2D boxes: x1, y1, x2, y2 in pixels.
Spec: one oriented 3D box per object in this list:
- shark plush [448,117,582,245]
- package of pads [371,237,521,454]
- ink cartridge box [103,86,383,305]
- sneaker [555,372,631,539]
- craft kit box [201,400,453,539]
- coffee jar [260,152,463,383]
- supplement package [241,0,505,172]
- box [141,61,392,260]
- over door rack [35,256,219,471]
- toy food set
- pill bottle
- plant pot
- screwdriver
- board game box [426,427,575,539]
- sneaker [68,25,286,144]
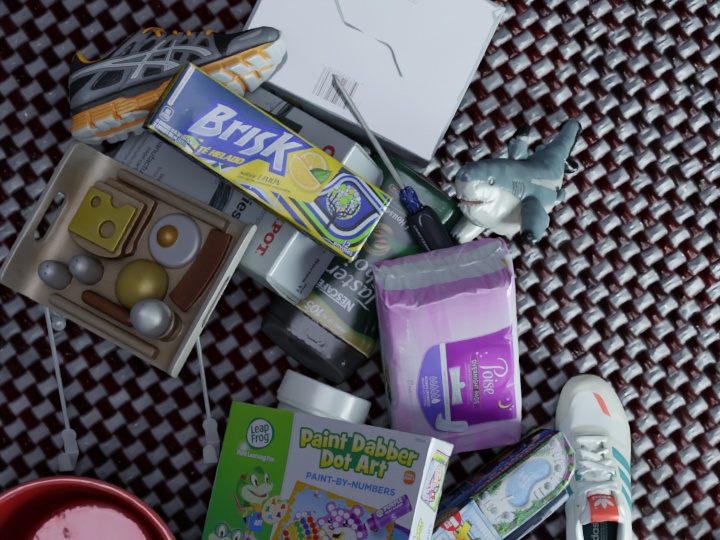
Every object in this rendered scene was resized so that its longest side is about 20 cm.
[{"bbox_3d":[0.154,-0.090,1.541,0.200,0.091,0.083,-31,114,-34],"label":"shark plush"},{"bbox_3d":[0.079,0.071,1.525,0.120,0.076,0.200,-10,129,-4],"label":"package of pads"},{"bbox_3d":[-0.103,-0.084,1.532,0.200,0.083,0.147,31,85,24],"label":"ink cartridge box"},{"bbox_3d":[0.218,0.193,1.566,0.070,0.093,0.200,-1,88,-3],"label":"sneaker"},{"bbox_3d":[-0.037,0.220,1.431,0.200,0.049,0.198,7,77,31],"label":"craft kit box"},{"bbox_3d":[0.000,0.000,1.568,0.104,0.085,0.200,35,87,-2],"label":"coffee jar"},{"bbox_3d":[0.004,-0.203,1.564,0.200,0.111,0.156,26,88,0],"label":"supplement package"},{"bbox_3d":[-0.077,-0.088,1.412,0.200,0.070,0.064,33,87,-11],"label":"box"},{"bbox_3d":[-0.209,0.075,1.565,0.148,0.067,0.200,-5,101,4],"label":"over door rack"},{"bbox_3d":[-0.199,-0.013,1.467,0.200,0.060,0.144,26,86,24],"label":"toy food set"},{"bbox_3d":[-0.064,0.196,1.543,0.111,0.111,0.200,22,87,-2],"label":"pill bottle"},{"bbox_3d":[-0.243,0.267,1.498,0.200,0.177,0.201,0,88,-2],"label":"plant pot"},{"bbox_3d":[0.030,-0.085,1.504,0.028,0.029,0.200,-34,106,-9],"label":"screwdriver"},{"bbox_3d":[0.105,0.220,1.506,0.200,0.200,0.062,-37,89,-3],"label":"board game box"},{"bbox_3d":[-0.161,-0.175,1.479,0.200,0.078,0.077,-18,75,4],"label":"sneaker"}]
